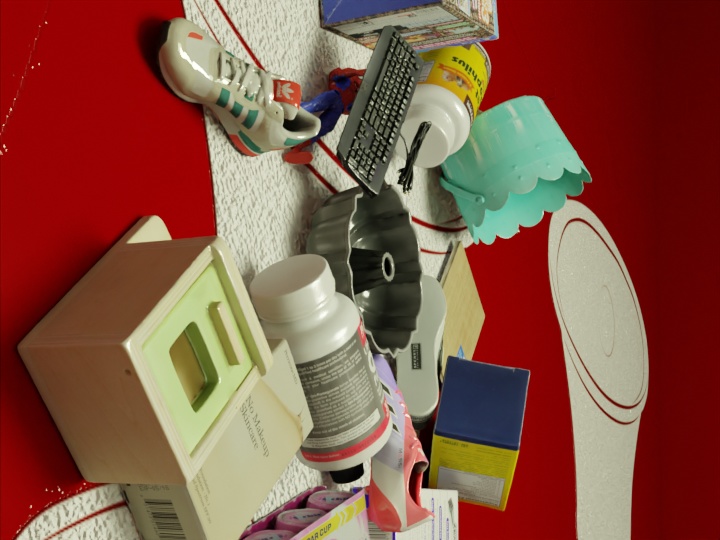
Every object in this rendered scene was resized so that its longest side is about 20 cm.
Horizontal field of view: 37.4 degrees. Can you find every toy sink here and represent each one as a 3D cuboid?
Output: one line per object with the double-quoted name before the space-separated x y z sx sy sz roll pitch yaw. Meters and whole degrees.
"toy sink" -0.151 0.053 0.848 0.201 0.111 0.132 -57 136 -51

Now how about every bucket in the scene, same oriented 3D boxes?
"bucket" 0.215 -0.143 1.524 0.207 0.206 0.136 7 53 -64

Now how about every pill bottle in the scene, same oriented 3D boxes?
"pill bottle" 0.106 -0.228 1.430 0.110 0.108 0.201 66 32 -35
"pill bottle" -0.043 0.091 1.069 0.111 0.109 0.202 -56 135 -52

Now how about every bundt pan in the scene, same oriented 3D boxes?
"bundt pan" 0.000 0.000 1.208 0.201 0.075 0.205 25 62 -59

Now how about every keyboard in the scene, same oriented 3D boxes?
"keyboard" 0.039 -0.167 1.194 0.127 0.020 0.202 45 52 -37

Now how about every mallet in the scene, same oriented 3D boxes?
"mallet" 0.003 0.170 1.246 0.200 0.041 0.067 -54 131 -60

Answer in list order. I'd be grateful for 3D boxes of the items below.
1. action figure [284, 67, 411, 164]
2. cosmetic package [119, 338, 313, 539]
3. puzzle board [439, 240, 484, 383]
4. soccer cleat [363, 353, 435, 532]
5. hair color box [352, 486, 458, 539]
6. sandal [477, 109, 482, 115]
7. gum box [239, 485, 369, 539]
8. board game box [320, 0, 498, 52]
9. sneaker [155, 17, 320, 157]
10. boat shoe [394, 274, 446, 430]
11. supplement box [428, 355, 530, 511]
"action figure" -0.012 -0.187 1.200 0.200 0.098 0.066 -57 136 -55
"cosmetic package" -0.122 0.155 0.939 0.200 0.072 0.105 -52 132 -53
"puzzle board" 0.136 0.077 1.555 0.201 0.017 0.152 -64 142 -46
"soccer cleat" 0.039 0.187 1.172 0.067 0.075 0.203 44 37 -57
"hair color box" 0.057 0.322 1.298 0.199 0.064 0.111 24 64 -60
"sandal" 0.171 -0.213 1.633 0.070 0.077 0.211 69 17 12
"gum box" -0.054 0.297 1.063 0.199 0.065 0.115 -13 99 -64
"board game box" 0.063 -0.338 1.302 0.199 0.157 0.098 0 86 -65
"sneaker" -0.107 -0.176 0.996 0.200 0.092 0.071 44 47 -54
"boat shoe" 0.073 0.104 1.370 0.064 0.070 0.203 83 12 -61
"supplement box" 0.152 0.215 1.384 0.201 0.107 0.111 89 13 -55
